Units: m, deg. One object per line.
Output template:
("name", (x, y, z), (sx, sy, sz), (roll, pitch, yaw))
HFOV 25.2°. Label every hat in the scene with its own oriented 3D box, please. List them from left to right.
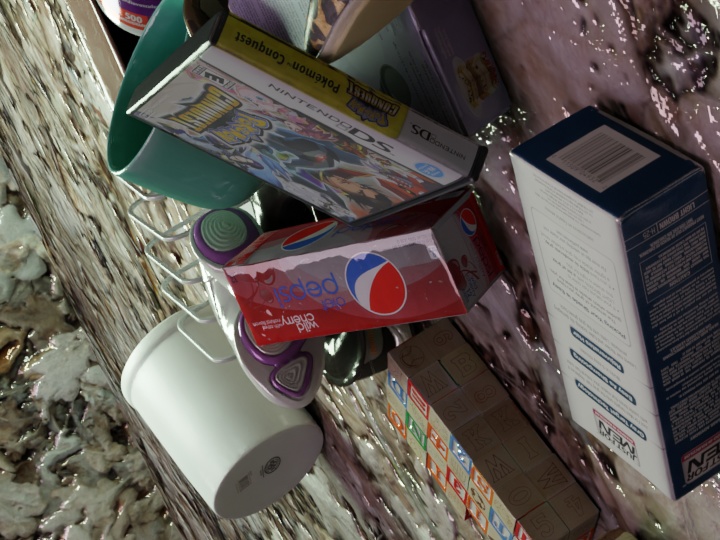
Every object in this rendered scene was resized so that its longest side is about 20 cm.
("hat", (-0.016, -0.013, 1.300), (0.201, 0.080, 0.202), (54, 156, 38))

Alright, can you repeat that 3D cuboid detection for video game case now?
("video game case", (-0.040, -0.087, 1.008), (0.179, 0.026, 0.200), (26, 164, -17))

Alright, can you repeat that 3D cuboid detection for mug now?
("mug", (-0.113, -0.135, 1.240), (0.152, 0.113, 0.186), (-53, 28, 33))

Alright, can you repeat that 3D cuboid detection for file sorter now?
("file sorter", (-0.143, -0.034, 1.577), (0.139, 0.124, 0.202), (33, 148, 56))

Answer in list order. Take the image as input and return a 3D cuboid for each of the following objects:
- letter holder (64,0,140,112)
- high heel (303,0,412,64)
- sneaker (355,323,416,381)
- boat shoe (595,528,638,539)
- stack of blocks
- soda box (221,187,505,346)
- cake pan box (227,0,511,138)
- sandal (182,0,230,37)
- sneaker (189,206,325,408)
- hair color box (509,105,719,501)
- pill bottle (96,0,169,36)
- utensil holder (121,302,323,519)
("letter holder", (-0.176, -0.198, 1.439), (0.142, 0.100, 0.202), (22, 138, 62))
("high heel", (-0.011, -0.219, 0.888), (0.143, 0.071, 0.200), (51, 133, 14))
("sneaker", (-0.028, 0.023, 1.412), (0.200, 0.079, 0.074), (46, 160, 45))
("boat shoe", (0.192, 0.249, 1.155), (0.075, 0.075, 0.203), (48, 172, 28))
("stack of blocks", (0.100, 0.150, 1.274), (0.201, 0.058, 0.116), (52, 162, 26))
("soda box", (0.000, 0.000, 1.150), (0.199, 0.063, 0.071), (-10, 113, 39))
("cake pan box", (-0.014, -0.172, 1.010), (0.183, 0.052, 0.201), (-5, 115, 53))
("sandal", (-0.069, -0.112, 1.135), (0.200, 0.054, 0.082), (50, -153, -36))
("sneaker", (-0.075, 0.039, 1.303), (0.100, 0.074, 0.201), (80, 166, -51))
("hair color box", (0.151, 0.019, 0.894), (0.100, 0.060, 0.201), (40, 154, 50))
("pill bottle", (-0.158, -0.273, 1.237), (0.113, 0.112, 0.200), (55, 163, 17))
("utensil holder", (-0.160, 0.166, 1.901), (0.200, 0.169, 0.171), (48, 160, 28))
